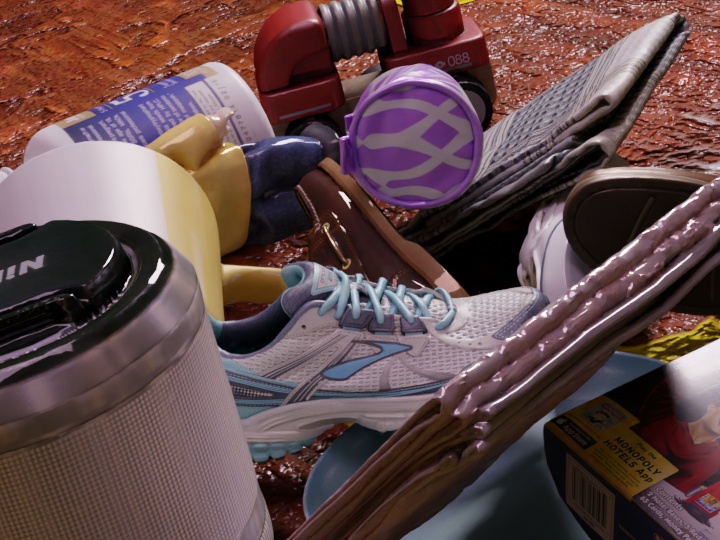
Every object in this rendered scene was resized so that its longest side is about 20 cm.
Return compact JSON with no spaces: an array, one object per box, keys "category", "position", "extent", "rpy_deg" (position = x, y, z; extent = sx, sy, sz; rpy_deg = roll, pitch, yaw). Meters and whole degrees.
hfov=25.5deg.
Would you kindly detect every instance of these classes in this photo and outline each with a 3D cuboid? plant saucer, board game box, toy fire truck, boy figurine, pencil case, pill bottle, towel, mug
[{"category":"plant saucer","position":[0.072,0.096,0.754],"extent":[0.199,0.027,0.200],"rpy_deg":[-15,21,6]},{"category":"board game box","position":[0.210,0.095,0.627],"extent":[0.199,0.062,0.200],"rpy_deg":[-21,37,-22]},{"category":"toy fire truck","position":[0.001,-0.183,1.175],"extent":[0.175,0.201,0.129],"rpy_deg":[-14,25,-1]},{"category":"boy figurine","position":[-0.107,-0.040,1.021],"extent":[0.199,0.125,0.064],"rpy_deg":[-12,26,-22]},{"category":"pencil case","position":[0.030,-0.087,0.997],"extent":[0.085,0.084,0.200],"rpy_deg":[1,8,0]},{"category":"pill bottle","position":[-0.164,-0.055,1.094],"extent":[0.200,0.120,0.120],"rpy_deg":[-25,27,-23]},{"category":"towel","position":[0.109,-0.083,1.018],"extent":[0.192,0.035,0.200],"rpy_deg":[-30,14,36]},{"category":"mug","position":[-0.125,0.018,0.906],"extent":[0.186,0.150,0.153],"rpy_deg":[-23,34,-3]},{"category":"towel","position":[0.058,0.055,0.650],"extent":[0.200,0.032,0.191],"rpy_deg":[-33,-11,-38]}]

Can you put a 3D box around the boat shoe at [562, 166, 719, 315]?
[{"category":"boat shoe","position":[0.200,-0.018,0.845],"extent":[0.199,0.072,0.068],"rpy_deg":[13,27,-7]}]

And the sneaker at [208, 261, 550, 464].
[{"category":"sneaker","position":[-0.002,0.036,0.801],"extent":[0.199,0.087,0.078],"rpy_deg":[-16,19,3]}]

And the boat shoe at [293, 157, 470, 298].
[{"category":"boat shoe","position":[0.000,0.000,0.932],"extent":[0.070,0.070,0.200],"rpy_deg":[-38,36,-2]}]

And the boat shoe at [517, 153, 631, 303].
[{"category":"boat shoe","position":[0.124,-0.002,0.908],"extent":[0.065,0.074,0.200],"rpy_deg":[-33,8,27]}]

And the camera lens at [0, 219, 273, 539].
[{"category":"camera lens","position":[-0.126,0.090,0.680],"extent":[0.159,0.201,0.160],"rpy_deg":[-12,25,6]}]
